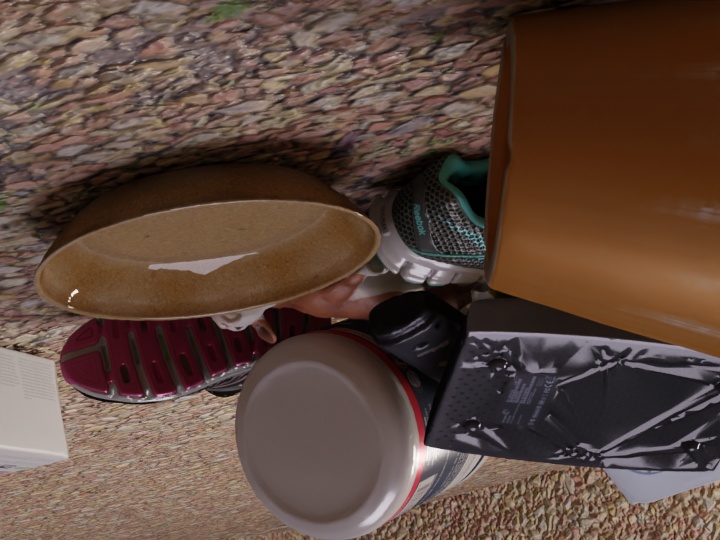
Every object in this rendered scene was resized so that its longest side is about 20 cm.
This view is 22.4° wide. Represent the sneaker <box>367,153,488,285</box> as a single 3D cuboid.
[{"bbox_3d":[0.109,-0.029,1.101,0.198,0.078,0.091,2,153,-23],"label":"sneaker"}]

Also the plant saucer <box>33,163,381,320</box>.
[{"bbox_3d":[-0.088,-0.019,1.039,0.198,0.036,0.200,-8,162,-3],"label":"plant saucer"}]

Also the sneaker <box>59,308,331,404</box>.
[{"bbox_3d":[-0.122,0.061,1.330,0.198,0.074,0.088,-13,164,-18],"label":"sneaker"}]

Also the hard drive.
[{"bbox_3d":[0.148,0.072,1.148,0.198,0.043,0.135,6,139,-10],"label":"hard drive"}]

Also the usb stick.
[{"bbox_3d":[0.074,0.061,1.200,0.055,0.033,0.200,-19,149,26],"label":"usb stick"}]

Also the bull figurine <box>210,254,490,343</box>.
[{"bbox_3d":[0.000,0.000,1.174,0.199,0.066,0.121,-4,165,-30],"label":"bull figurine"}]

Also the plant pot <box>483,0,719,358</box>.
[{"bbox_3d":[0.153,-0.047,0.835,0.182,0.202,0.200,5,168,1],"label":"plant pot"}]

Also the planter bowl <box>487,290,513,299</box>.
[{"bbox_3d":[0.163,0.031,1.253,0.199,0.084,0.201,11,162,3],"label":"planter bowl"}]

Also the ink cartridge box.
[{"bbox_3d":[-0.340,0.113,1.346,0.174,0.085,0.200,-14,168,13],"label":"ink cartridge box"}]

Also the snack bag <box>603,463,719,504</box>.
[{"bbox_3d":[0.234,0.080,1.209,0.199,0.022,0.189,-20,135,21],"label":"snack bag"}]

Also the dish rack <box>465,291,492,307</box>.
[{"bbox_3d":[0.167,0.036,1.568,0.198,0.044,0.172,-10,168,-3],"label":"dish rack"}]

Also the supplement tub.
[{"bbox_3d":[0.017,0.099,1.283,0.140,0.141,0.200,-18,179,31],"label":"supplement tub"}]
